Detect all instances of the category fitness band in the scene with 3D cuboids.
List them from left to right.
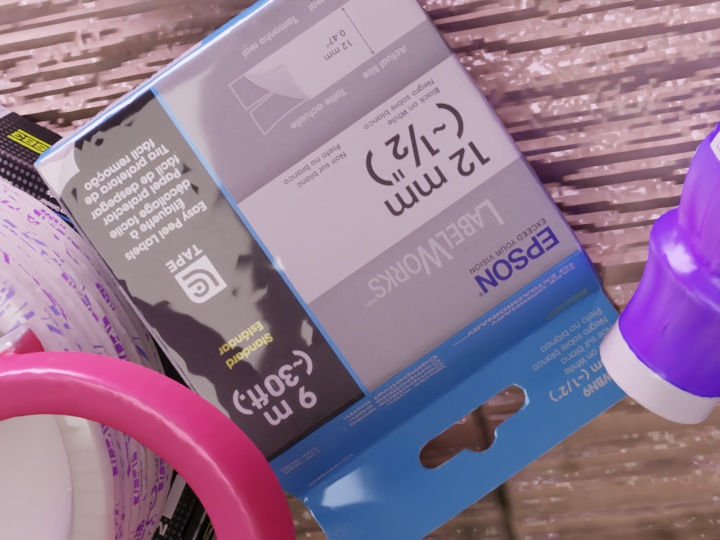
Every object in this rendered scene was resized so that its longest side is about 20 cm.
[{"bbox_3d":[-0.114,0.104,0.724,0.200,0.037,0.144,-33,98,27],"label":"fitness band"}]

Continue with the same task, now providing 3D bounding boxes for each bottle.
[{"bbox_3d":[0.152,-0.035,0.715,0.065,0.084,0.200,46,121,23],"label":"bottle"}]

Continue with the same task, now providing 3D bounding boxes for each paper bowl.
[{"bbox_3d":[-0.166,0.054,0.799,0.200,0.104,0.201,6,110,16],"label":"paper bowl"}]

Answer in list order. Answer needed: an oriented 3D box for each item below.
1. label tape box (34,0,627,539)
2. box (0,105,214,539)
[{"bbox_3d":[0.000,0.000,0.766,0.143,0.066,0.200,-35,95,3],"label":"label tape box"},{"bbox_3d":[-0.140,0.041,0.868,0.200,0.048,0.193,28,113,7],"label":"box"}]
